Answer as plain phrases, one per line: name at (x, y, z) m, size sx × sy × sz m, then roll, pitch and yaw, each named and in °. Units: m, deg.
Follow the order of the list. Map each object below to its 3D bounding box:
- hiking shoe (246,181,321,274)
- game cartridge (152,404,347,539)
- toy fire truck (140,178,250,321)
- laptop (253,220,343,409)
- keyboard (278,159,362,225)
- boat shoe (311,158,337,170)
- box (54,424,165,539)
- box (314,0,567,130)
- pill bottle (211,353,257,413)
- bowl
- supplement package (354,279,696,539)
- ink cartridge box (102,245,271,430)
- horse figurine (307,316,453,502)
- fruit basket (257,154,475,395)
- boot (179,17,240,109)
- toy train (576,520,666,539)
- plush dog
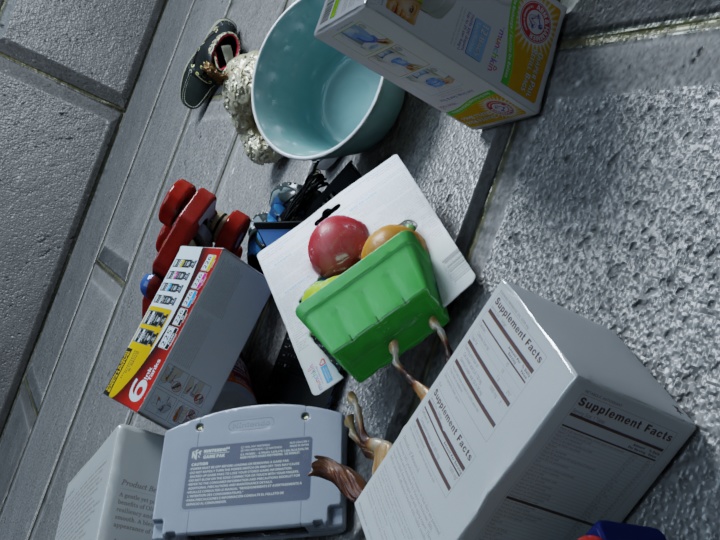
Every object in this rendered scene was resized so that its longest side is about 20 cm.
hiking shoe at (-0.098, -0.047, 1.156) m, size 0.200 × 0.073 × 0.089 m, roll 140°, pitch 140°, yaw -62°
game cartridge at (-0.108, 0.203, 0.890) m, size 0.195 × 0.042 × 0.135 m, roll -7°, pitch 49°, yaw 11°
toy fire truck at (-0.238, -0.011, 1.179) m, size 0.170 × 0.111 × 0.201 m, roll -62°, pitch -1°, yaw -31°
laptop at (-0.085, 0.058, 1.004) m, size 0.176 × 0.102 × 0.204 m, roll 5°, pitch 72°, yaw 63°
keyboard at (-0.060, -0.047, 1.045) m, size 0.105 × 0.039 × 0.200 m, roll 53°, pitch 130°, yaw 9°
boat shoe at (-0.027, -0.231, 1.148) m, size 0.202 × 0.065 × 0.070 m, roll -59°, pitch 28°, yaw 18°
box at (-0.225, 0.306, 0.980) m, size 0.200 × 0.196 × 0.174 m, roll -42°, pitch 36°, yaw 43°
box at (0.075, -0.226, 0.800) m, size 0.101 × 0.197 × 0.115 m, roll -2°, pitch 67°, yaw 60°
pill bottle at (-0.200, 0.144, 1.154) m, size 0.111 × 0.108 × 0.201 m, roll -59°, pitch 28°, yaw 16°
bowl at (-0.025, -0.218, 1.047) m, size 0.197 × 0.104 × 0.206 m, roll -8°, pitch 76°, yaw 33°
supplement package at (0.101, 0.131, 0.585) m, size 0.202 × 0.112 × 0.110 m, roll -58°, pitch 29°, yaw 18°
ink cartridge box at (-0.212, 0.079, 1.040) m, size 0.174 × 0.083 × 0.203 m, roll 3°, pitch 63°, yaw 57°
horse figurine at (0.041, 0.136, 0.753) m, size 0.201 × 0.049 × 0.133 m, roll -50°, pitch 48°, yaw 19°
fruit basket at (0.000, 0.000, 0.854) m, size 0.184 × 0.094 × 0.201 m, roll -35°, pitch 41°, yaw 6°
boot at (-0.311, -0.416, 1.812) m, size 0.206 × 0.072 × 0.154 m, roll -59°, pitch 23°, yaw 13°
toy train at (0.150, 0.246, 0.452) m, size 0.202 × 0.083 × 0.117 m, roll -103°, pitch 33°, yaw -49°
plush dog at (-0.124, -0.285, 1.315) m, size 0.169 × 0.160 × 0.204 m, roll -13°, pitch 55°, yaw 31°
